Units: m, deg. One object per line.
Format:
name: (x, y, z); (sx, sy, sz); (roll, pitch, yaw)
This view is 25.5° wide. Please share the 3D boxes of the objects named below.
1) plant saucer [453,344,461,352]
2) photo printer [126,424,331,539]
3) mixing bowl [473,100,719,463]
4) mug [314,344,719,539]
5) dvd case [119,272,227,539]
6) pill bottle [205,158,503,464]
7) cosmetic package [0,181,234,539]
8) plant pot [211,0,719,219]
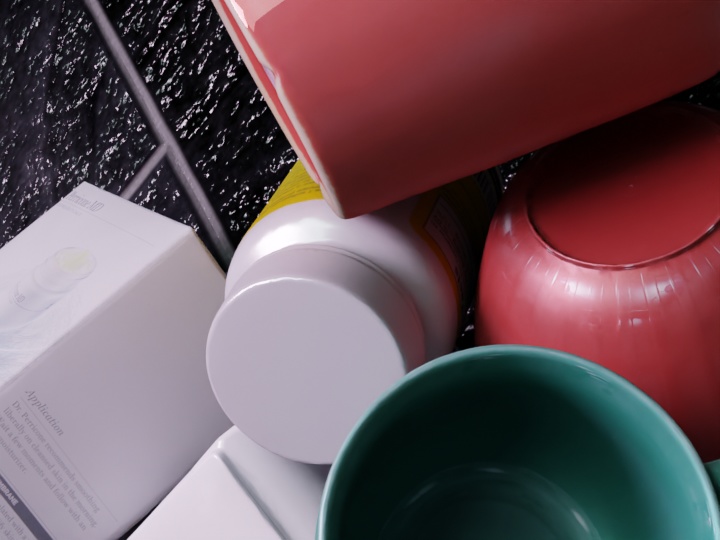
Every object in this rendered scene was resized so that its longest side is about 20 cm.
plant saucer: (0.054, 0.072, 0.821); (0.019, 0.070, 0.200); (-52, 32, 11)
photo printer: (-0.028, 0.186, 0.789); (0.201, 0.069, 0.166); (51, 134, 7)
mixing bowl: (0.133, -0.003, 0.720); (0.198, 0.109, 0.201); (-12, 46, 13)
mug: (0.072, 0.123, 0.631); (0.183, 0.115, 0.153); (19, 70, 4)
dvd case: (-0.126, 0.101, 1.054); (0.148, 0.016, 0.202); (-12, 61, 41)
pill bottle: (0.000, 0.000, 0.779); (0.114, 0.115, 0.200); (-34, 13, 28)
cosmetic package: (-0.177, 0.063, 0.945); (0.200, 0.124, 0.199); (-40, 25, -16)
plant pot: (0.033, -0.125, 0.681); (0.176, 0.201, 0.201); (-30, 45, -2)
